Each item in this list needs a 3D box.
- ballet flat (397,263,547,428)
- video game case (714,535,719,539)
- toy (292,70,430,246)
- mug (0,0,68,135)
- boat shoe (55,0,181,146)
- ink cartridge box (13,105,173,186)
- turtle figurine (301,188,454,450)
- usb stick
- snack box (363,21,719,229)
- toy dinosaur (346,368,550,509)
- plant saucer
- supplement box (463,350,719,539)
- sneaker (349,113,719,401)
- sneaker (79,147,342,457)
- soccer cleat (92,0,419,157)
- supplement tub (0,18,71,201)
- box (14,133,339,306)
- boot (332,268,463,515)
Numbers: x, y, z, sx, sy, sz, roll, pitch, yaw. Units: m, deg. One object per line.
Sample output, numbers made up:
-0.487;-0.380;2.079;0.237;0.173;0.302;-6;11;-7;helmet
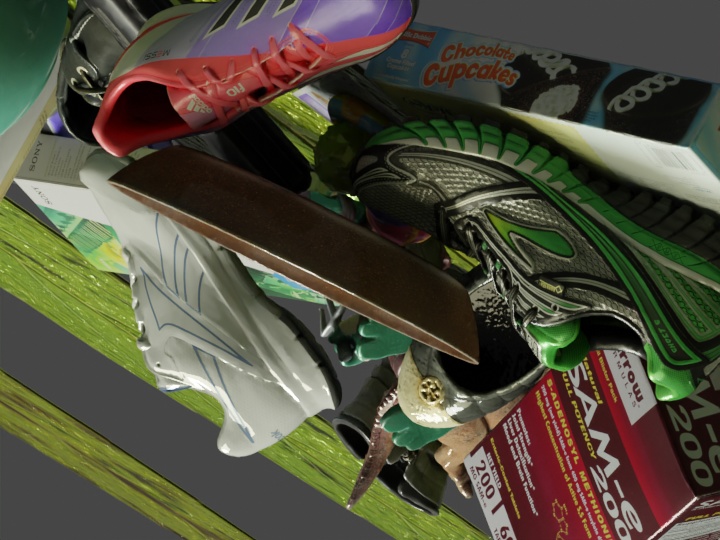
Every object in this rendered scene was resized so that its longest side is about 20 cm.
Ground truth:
0.082;0.020;1.496;0.067;0.057;0.200;51;126;1;ballet flat
0.169;0.077;1.508;0.023;0.201;0.182;-11;-175;-26;video game case
0.012;-0.046;1.521;0.115;0.047;0.200;38;179;-7;toy
-0.232;-0.116;1.536;0.114;0.185;0.152;32;-174;-38;mug
-0.131;-0.112;1.625;0.068;0.057;0.200;28;167;-1;boat shoe
-0.206;-0.092;1.889;0.200;0.043;0.198;24;166;14;ink cartridge box
0.000;0.000;1.646;0.150;0.101;0.200;49;-173;-38;turtle figurine
-0.098;-0.112;1.511;0.200;0.033;0.055;49;171;-17;usb stick
0.108;-0.059;1.385;0.200;0.037;0.116;16;162;42;snack box
0.073;0.062;1.694;0.136;0.199;0.086;84;164;-71;toy dinosaur
-0.026;-0.012;1.444;0.200;0.035;0.200;25;178;1;plant saucer
0.129;0.099;1.502;0.061;0.109;0.200;-10;158;-27;supplement box
0.080;-0.008;1.363;0.200;0.085;0.078;24;167;19;sneaker
-0.098;0.017;1.687;0.200;0.087;0.075;51;-178;7;sneaker
-0.050;-0.099;1.395;0.200;0.073;0.068;-16;122;49;soccer cleat
-0.262;-0.080;1.695;0.144;0.200;0.144;26;166;7;supplement tub
-0.096;-0.028;1.831;0.199;0.036;0.144;10;160;23;box
0.067;0.095;1.844;0.200;0.132;0.070;37;163;-34;boot
